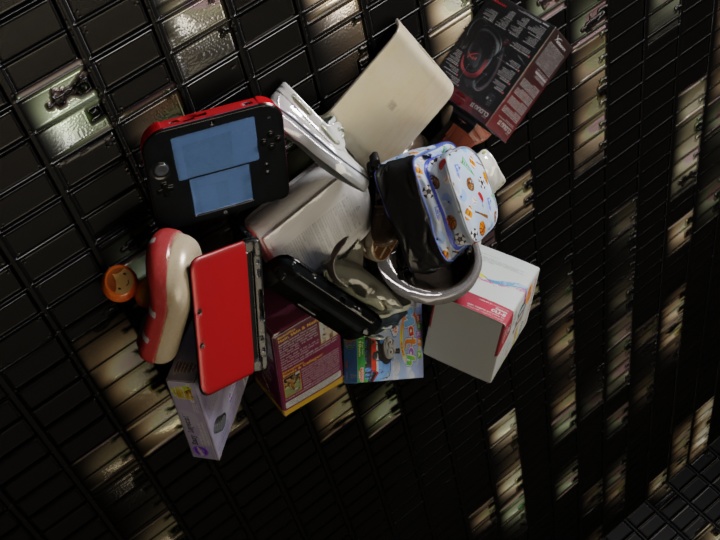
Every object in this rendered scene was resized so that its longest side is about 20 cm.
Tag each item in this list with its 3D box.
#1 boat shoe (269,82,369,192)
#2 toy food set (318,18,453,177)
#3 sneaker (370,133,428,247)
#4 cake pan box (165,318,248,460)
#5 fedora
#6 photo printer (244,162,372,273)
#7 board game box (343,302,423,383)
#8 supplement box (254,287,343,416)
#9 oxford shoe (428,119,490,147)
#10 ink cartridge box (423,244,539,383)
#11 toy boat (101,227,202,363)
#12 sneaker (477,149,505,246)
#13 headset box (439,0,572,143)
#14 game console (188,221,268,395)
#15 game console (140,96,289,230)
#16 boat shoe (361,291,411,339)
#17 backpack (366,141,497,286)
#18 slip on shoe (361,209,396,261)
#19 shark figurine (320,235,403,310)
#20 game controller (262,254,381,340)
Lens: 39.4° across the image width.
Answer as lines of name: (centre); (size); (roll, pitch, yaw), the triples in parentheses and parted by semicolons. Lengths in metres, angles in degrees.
boat shoe: (-0.051, -0.191, 1.444); (0.199, 0.073, 0.067); (36, 86, -29)
toy food set: (0.034, -0.258, 1.523); (0.201, 0.060, 0.143); (-49, 125, 0)
sneaker: (0.045, -0.139, 1.595); (0.075, 0.070, 0.203); (32, 67, -39)
cake pan box: (-0.224, 0.153, 1.537); (0.186, 0.051, 0.202); (84, 16, -45)
fedora: (0.109, -0.019, 1.753); (0.196, 0.180, 0.090); (-3, 164, -15)
photo printer: (-0.070, -0.077, 1.566); (0.199, 0.069, 0.167); (-40, 143, -11)
board game box: (0.043, 0.120, 1.798); (0.198, 0.036, 0.155); (3, 85, -53)
supplement box: (-0.109, 0.120, 1.672); (0.130, 0.103, 0.202); (-27, 138, -24)
oxford shoe: (0.159, -0.227, 1.674); (0.200, 0.073, 0.071); (-45, 110, -27)
ink cartridge box: (0.227, 0.073, 1.871); (0.200, 0.143, 0.147); (-49, 154, -47)
toy boat: (-0.299, 0.028, 1.410); (0.128, 0.132, 0.202); (16, 131, -10)
sneaker: (0.217, -0.123, 1.804); (0.115, 0.074, 0.202); (-33, 139, -13)
headset box: (0.210, -0.310, 1.574); (0.201, 0.148, 0.075); (-54, 141, 7)
game console: (-0.200, 0.050, 1.454); (0.117, 0.172, 0.204); (-8, 109, -19)
game console: (-0.197, -0.144, 1.383); (0.197, 0.031, 0.179); (-16, 134, -14)
boat shoe: (0.019, 0.079, 1.682); (0.199, 0.074, 0.063); (-17, 130, -64)
backpack: (0.118, -0.107, 1.513); (0.190, 0.151, 0.204); (-41, 117, -63)
slip on shoe: (0.056, -0.101, 1.681); (0.201, 0.060, 0.076); (-57, 133, -20)
shark figurine: (-0.018, -0.010, 1.577); (0.214, 0.127, 0.091); (35, 77, -57)
game controller: (-0.062, 0.043, 1.531); (0.199, 0.104, 0.043); (35, 68, -20)
